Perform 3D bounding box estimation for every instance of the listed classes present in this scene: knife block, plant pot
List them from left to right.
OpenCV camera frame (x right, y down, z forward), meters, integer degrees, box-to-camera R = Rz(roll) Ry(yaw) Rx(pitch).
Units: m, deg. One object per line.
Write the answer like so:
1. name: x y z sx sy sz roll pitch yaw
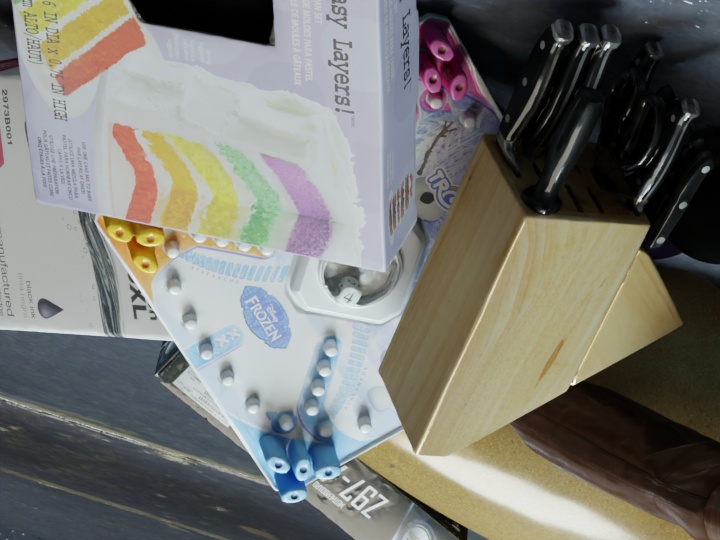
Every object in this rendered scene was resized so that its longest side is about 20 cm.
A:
1. plant pot: 0.079 0.065 1.541 0.199 0.187 0.186 17 166 -29
2. knife block: 0.076 -0.021 1.328 0.200 0.064 0.176 -29 134 5

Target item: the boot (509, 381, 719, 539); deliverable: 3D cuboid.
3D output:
1. boot: 0.193 0.106 1.413 0.186 0.064 0.200 15 -178 -33

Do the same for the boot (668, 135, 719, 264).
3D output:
1. boot: 0.206 0.014 1.368 0.079 0.158 0.211 24 162 -29

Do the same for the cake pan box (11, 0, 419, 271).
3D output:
1. cake pan box: -0.066 -0.106 1.264 0.184 0.052 0.201 11 129 14

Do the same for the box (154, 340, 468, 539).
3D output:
1. box: -0.022 0.071 1.615 0.200 0.044 0.160 40 -158 -16

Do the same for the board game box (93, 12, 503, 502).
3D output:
1. board game box: 0.000 0.000 1.399 0.200 0.200 0.026 58 -174 -29

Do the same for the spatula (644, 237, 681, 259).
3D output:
1. spatula: 0.212 -0.022 1.496 0.056 0.021 0.200 21 164 -40

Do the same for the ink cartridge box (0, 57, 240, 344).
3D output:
1. ink cartridge box: -0.122 -0.042 1.500 0.200 0.145 0.084 2 -167 42
